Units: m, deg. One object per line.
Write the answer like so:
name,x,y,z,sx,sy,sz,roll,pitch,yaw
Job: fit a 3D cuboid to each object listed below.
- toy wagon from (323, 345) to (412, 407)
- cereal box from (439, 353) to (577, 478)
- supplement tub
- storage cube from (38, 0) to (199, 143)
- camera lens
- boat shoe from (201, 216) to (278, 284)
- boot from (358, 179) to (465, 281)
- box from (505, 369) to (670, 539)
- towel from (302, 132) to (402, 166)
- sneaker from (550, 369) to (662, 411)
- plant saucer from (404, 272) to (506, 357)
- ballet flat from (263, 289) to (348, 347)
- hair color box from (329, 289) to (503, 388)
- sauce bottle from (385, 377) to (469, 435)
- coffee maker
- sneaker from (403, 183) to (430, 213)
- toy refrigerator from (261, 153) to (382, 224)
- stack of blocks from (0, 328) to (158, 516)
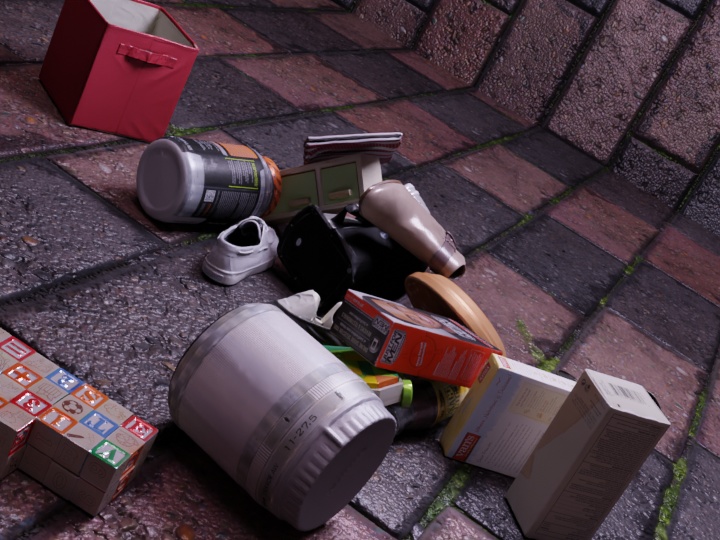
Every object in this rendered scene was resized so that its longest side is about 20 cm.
toy wagon,-0.024,0.123,1.293,0.154,0.040,0.200,5,12,-8
cereal box,0.218,0.197,1.348,0.199,0.144,0.040,21,23,-20
supplement tub,-0.218,-0.128,1.569,0.200,0.123,0.123,1,34,-49
storage cube,-0.396,-0.338,1.739,0.170,0.180,0.200,8,28,-40
camera lens,-0.083,0.143,1.084,0.200,0.160,0.160,38,24,23
boat shoe,-0.161,-0.041,1.516,0.072,0.069,0.200,34,23,13
boot,0.083,-0.049,1.497,0.146,0.070,0.200,48,14,16
box,0.265,0.226,1.262,0.095,0.201,0.078,19,24,-24
towel,-0.015,-0.179,1.606,0.143,0.023,0.200,-4,-2,-4
sneaker,0.365,0.190,1.585,0.075,0.107,0.200,8,30,-41
plant saucer,0.139,0.078,1.496,0.200,0.037,0.200,48,-13,15
ballet flat,-0.054,0.066,1.407,0.199,0.069,0.068,21,7,-20
hair color box,0.071,0.088,1.317,0.199,0.061,0.101,16,12,-42
sauce bottle,0.080,0.169,1.355,0.066,0.066,0.200,37,27,21
coffee maker,0.000,0.000,1.573,0.200,0.134,0.193,-4,75,-52
sneaker,0.074,-0.049,1.709,0.075,0.200,0.082,-32,65,-15
toy refrigerator,-0.069,-0.123,1.637,0.199,0.076,0.070,-8,-4,28
stack of blocks,-0.301,0.138,0.972,0.199,0.059,0.115,31,22,6
